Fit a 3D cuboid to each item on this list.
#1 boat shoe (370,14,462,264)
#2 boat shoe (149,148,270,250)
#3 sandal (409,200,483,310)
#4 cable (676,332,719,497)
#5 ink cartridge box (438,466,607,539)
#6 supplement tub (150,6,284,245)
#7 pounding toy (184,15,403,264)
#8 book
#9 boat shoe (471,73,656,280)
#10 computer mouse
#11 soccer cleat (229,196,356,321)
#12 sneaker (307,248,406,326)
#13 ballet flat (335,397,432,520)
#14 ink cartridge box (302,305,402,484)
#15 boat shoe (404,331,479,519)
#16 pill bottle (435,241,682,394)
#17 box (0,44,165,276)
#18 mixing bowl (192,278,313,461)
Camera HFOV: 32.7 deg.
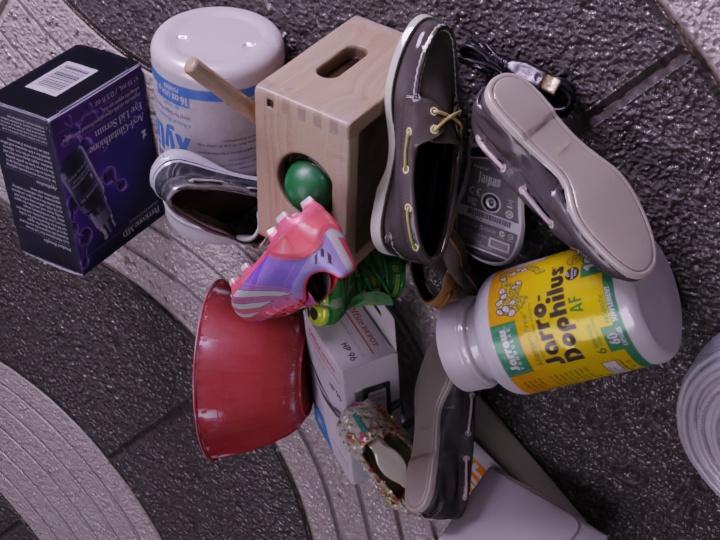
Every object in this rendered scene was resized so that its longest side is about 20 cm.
[{"bbox_3d":[0.058,-0.107,1.023,0.060,0.071,0.205,19,106,45],"label":"boat shoe"},{"bbox_3d":[-0.107,-0.051,1.161,0.073,0.197,0.071,-59,34,27],"label":"boat shoe"},{"bbox_3d":[0.075,0.003,1.149,0.082,0.054,0.201,51,174,31],"label":"sandal"},{"bbox_3d":[0.365,0.134,1.031,0.198,0.069,0.202,-11,113,45],"label":"cable"},{"bbox_3d":[0.145,0.339,1.269,0.143,0.147,0.202,28,140,18],"label":"ink cartridge box"},{"bbox_3d":[-0.137,-0.142,1.211,0.131,0.132,0.202,24,133,25],"label":"supplement tub"},{"bbox_3d":[-0.036,-0.122,1.086,0.141,0.200,0.186,24,134,25],"label":"pounding toy"},{"bbox_3d":[0.135,0.227,1.329,0.200,0.048,0.133,47,142,-2],"label":"book"},{"bbox_3d":[0.162,-0.069,0.993,0.201,0.066,0.057,53,152,11],"label":"boat shoe"},{"bbox_3d":[0.126,-0.099,1.086,0.108,0.044,0.203,22,127,21],"label":"computer mouse"},{"bbox_3d":[-0.061,0.011,1.068,0.077,0.066,0.200,54,148,10],"label":"soccer cleat"},{"bbox_3d":[0.000,0.000,1.170,0.082,0.200,0.075,8,108,13],"label":"sneaker"},{"bbox_3d":[0.043,0.211,1.267,0.200,0.076,0.064,46,-177,-33],"label":"ballet flat"},{"bbox_3d":[-0.008,0.109,1.303,0.116,0.067,0.203,-128,27,-50],"label":"ink cartridge box"},{"bbox_3d":[0.089,0.149,1.230,0.056,0.203,0.067,20,161,-27],"label":"boat shoe"},{"bbox_3d":[0.169,0.045,1.073,0.198,0.113,0.114,-17,109,33],"label":"pill bottle"},{"bbox_3d":[-0.313,-0.123,1.368,0.103,0.148,0.203,18,132,28],"label":"box"},{"bbox_3d":[-0.109,0.112,1.361,0.106,0.201,0.203,2,126,8],"label":"mixing bowl"}]
